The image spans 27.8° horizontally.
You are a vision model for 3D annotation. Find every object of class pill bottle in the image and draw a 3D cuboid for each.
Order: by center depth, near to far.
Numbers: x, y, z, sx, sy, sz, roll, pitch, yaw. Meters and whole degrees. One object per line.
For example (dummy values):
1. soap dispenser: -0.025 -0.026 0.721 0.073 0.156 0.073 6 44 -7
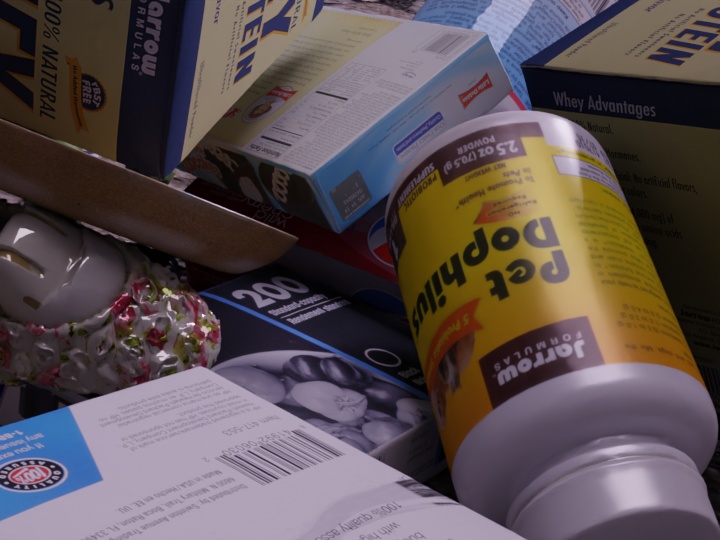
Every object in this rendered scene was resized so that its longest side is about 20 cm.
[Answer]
1. pill bottle: 0.080 0.036 0.607 0.108 0.110 0.201 5 46 -22
2. pill bottle: 0.067 -0.105 0.830 0.108 0.109 0.200 21 56 23

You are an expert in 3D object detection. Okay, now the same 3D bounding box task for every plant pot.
1. plant pot: -0.124 -0.038 0.637 0.198 0.028 0.200 21 -1 0

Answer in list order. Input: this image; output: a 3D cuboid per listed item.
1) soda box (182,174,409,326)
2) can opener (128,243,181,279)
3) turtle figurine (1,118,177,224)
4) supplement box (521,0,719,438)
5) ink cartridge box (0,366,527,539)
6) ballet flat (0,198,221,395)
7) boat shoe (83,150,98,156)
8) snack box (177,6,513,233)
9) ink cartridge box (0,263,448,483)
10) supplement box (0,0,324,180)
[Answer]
1. soda box: 0.000 0.000 0.773 0.199 0.070 0.063 20 47 23
2. can opener: -0.181 -0.004 0.678 0.198 0.079 0.063 6 12 -22
3. turtle figurine: -0.184 -0.053 0.826 0.143 0.200 0.195 30 34 -18
4. supplement box: 0.211 -0.030 0.692 0.134 0.201 0.199 -35 30 -29
5. ink cartridge box: -0.027 0.114 0.421 0.199 0.087 0.146 26 23 30
6. ballet flat: -0.151 -0.003 0.583 0.198 0.064 0.076 16 55 14
7. boat shoe: -0.263 -0.129 0.954 0.198 0.092 0.071 13 11 -3
8. snack box: -0.027 -0.086 0.749 0.116 0.037 0.200 -40 31 -18
9. ink cartridge box: -0.059 0.048 0.661 0.199 0.044 0.198 21 22 25
10. supplement box: -0.126 -0.172 0.648 0.198 0.135 0.200 21 37 9
